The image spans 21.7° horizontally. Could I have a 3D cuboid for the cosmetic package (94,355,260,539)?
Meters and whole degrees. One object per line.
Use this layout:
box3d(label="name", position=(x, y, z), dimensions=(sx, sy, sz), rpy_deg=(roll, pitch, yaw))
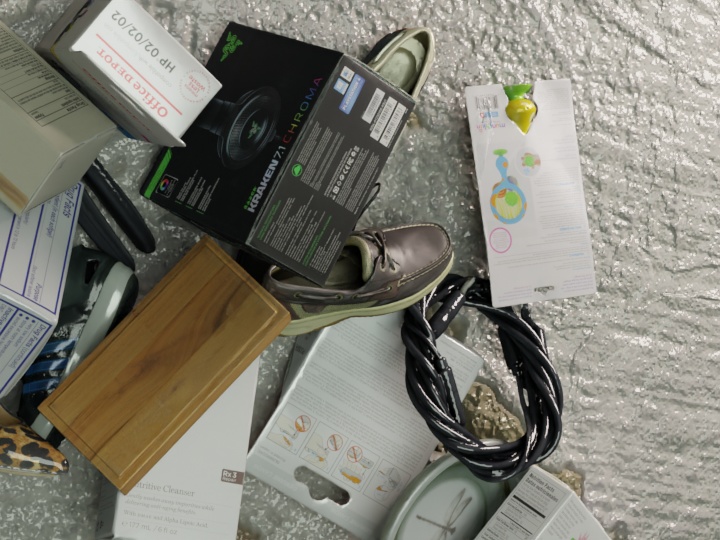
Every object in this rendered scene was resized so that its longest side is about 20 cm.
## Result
box3d(label="cosmetic package", position=(-0.155, 0.138, 1.604), dimensions=(0.112, 0.081, 0.202), rpy_deg=(10, 77, -18))

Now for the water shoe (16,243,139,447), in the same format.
box3d(label="water shoe", position=(-0.263, 0.075, 1.604), dimensions=(0.078, 0.072, 0.201), rpy_deg=(29, 88, 7))

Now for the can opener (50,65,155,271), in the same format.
box3d(label="can opener", position=(-0.240, -0.082, 1.587), dimensions=(0.063, 0.078, 0.201), rpy_deg=(-36, 116, -21))

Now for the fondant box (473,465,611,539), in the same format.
box3d(label="fondant box", position=(0.145, 0.302, 1.745), dimensions=(0.200, 0.058, 0.144), rpy_deg=(-49, 137, -9))

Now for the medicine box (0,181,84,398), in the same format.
box3d(label="medicine box", position=(-0.334, -0.028, 1.482), dimensions=(0.199, 0.183, 0.103), rpy_deg=(29, 123, -21))

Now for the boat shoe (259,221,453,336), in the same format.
box3d(label="boat shoe", position=(0.000, 0.000, 1.626), dimensions=(0.199, 0.065, 0.073), rpy_deg=(-23, 63, -25))

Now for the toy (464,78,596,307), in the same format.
box3d(label="toy", position=(0.150, -0.072, 1.736), dimensions=(0.114, 0.047, 0.202), rpy_deg=(-7, 92, -26))

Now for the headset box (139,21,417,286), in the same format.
box3d(label="headset box", position=(-0.075, -0.103, 1.577), dimensions=(0.092, 0.199, 0.175), rpy_deg=(30, 87, -37))

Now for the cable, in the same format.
box3d(label="cable", position=(0.108, 0.091, 1.677), dimensions=(0.162, 0.051, 0.202), rpy_deg=(15, 58, -33))

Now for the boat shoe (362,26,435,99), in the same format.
box3d(label="boat shoe", position=(0.005, -0.129, 1.652), dimensions=(0.071, 0.062, 0.201), rpy_deg=(35, 74, -13))

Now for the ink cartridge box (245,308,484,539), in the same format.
box3d(label="ink cartridge box", position=(-0.001, 0.125, 1.711), dimensions=(0.161, 0.050, 0.201), rpy_deg=(32, 90, -21))

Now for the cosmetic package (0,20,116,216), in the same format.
box3d(label="cosmetic package", position=(-0.303, -0.144, 1.489), dimensions=(0.200, 0.105, 0.071), rpy_deg=(43, 116, 4))

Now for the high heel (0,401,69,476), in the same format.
box3d(label="high heel", position=(-0.310, 0.080, 1.534), dimensions=(0.198, 0.071, 0.144), rpy_deg=(20, 95, 17))

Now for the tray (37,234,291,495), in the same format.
box3d(label="tray", position=(-0.161, 0.077, 1.546), dimensions=(0.099, 0.037, 0.200), rpy_deg=(42, 79, 10))

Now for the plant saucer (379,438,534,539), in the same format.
box3d(label="plant saucer", position=(0.079, 0.239, 1.727), dimensions=(0.199, 0.050, 0.202), rpy_deg=(-22, 125, -34))

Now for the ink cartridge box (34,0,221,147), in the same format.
box3d(label="ink cartridge box", position=(-0.186, -0.164, 1.521), dimensions=(0.115, 0.200, 0.068), rpy_deg=(43, 82, -20))

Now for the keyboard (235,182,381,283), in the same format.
box3d(label="keyboard", position=(-0.051, -0.037, 1.678), dimensions=(0.103, 0.040, 0.202), rpy_deg=(23, 80, -14))
